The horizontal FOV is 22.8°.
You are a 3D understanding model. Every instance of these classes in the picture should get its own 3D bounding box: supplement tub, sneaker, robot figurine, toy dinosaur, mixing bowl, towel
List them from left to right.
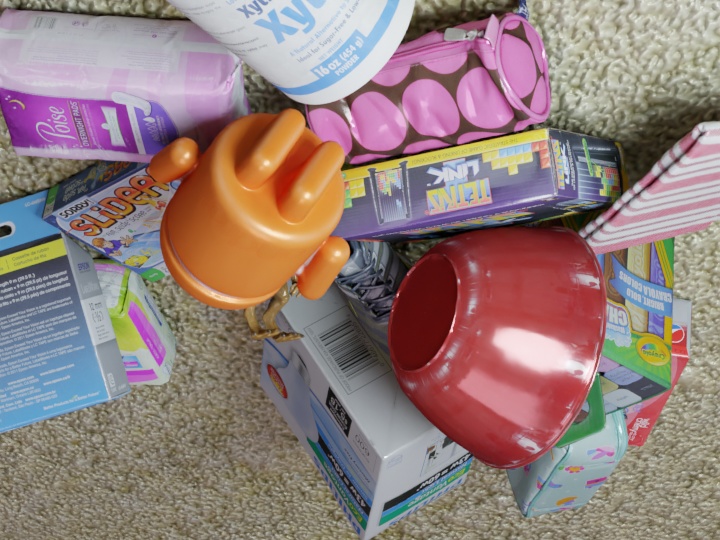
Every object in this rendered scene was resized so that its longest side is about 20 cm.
[{"bbox_3d":[-0.087,-0.045,1.379,0.142,0.118,0.200,4,152,-27],"label":"robot figurine"},{"bbox_3d":[-0.068,-0.215,1.206,0.131,0.133,0.199,-18,142,37],"label":"supplement tub"},{"bbox_3d":[-0.087,0.010,1.545,0.060,0.107,0.199,-1,166,-33],"label":"toy dinosaur"},{"bbox_3d":[0.000,0.000,1.502,0.074,0.081,0.201,-32,98,19],"label":"sneaker"},{"bbox_3d":[0.092,0.047,1.414,0.108,0.202,0.200,18,149,-30],"label":"mixing bowl"},{"bbox_3d":[0.265,-0.075,1.401,0.145,0.030,0.200,-13,160,-33],"label":"towel"}]

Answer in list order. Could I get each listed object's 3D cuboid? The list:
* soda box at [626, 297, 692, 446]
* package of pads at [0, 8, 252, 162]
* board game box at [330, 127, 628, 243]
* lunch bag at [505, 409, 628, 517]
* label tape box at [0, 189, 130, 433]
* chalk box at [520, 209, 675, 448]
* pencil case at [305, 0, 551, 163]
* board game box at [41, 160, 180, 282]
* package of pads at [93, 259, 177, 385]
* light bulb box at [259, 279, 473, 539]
[{"bbox_3d":[0.262,0.098,1.719,0.069,0.064,0.201,8,149,0],"label":"soda box"},{"bbox_3d":[-0.185,-0.142,1.411,0.197,0.076,0.121,5,147,6],"label":"package of pads"},{"bbox_3d":[0.094,-0.064,1.426,0.198,0.057,0.165,-10,176,28],"label":"board game box"},{"bbox_3d":[0.186,0.132,1.707,0.076,0.162,0.201,-6,152,-14],"label":"lunch bag"},{"bbox_3d":[-0.313,0.039,1.666,0.142,0.202,0.066,-16,179,14],"label":"label tape box"},{"bbox_3d":[0.182,0.047,1.516,0.123,0.202,0.124,27,144,-30],"label":"chalk box"},{"bbox_3d":[0.045,-0.139,1.351,0.198,0.092,0.093,-13,152,35],"label":"pencil case"},{"bbox_3d":[-0.170,-0.060,1.585,0.135,0.035,0.199,31,142,-34],"label":"board game box"},{"bbox_3d":[-0.298,0.052,1.770,0.198,0.069,0.155,-1,149,13],"label":"package of pads"},{"bbox_3d":[0.009,0.108,1.639,0.124,0.199,0.201,-27,156,-19],"label":"light bulb box"}]
